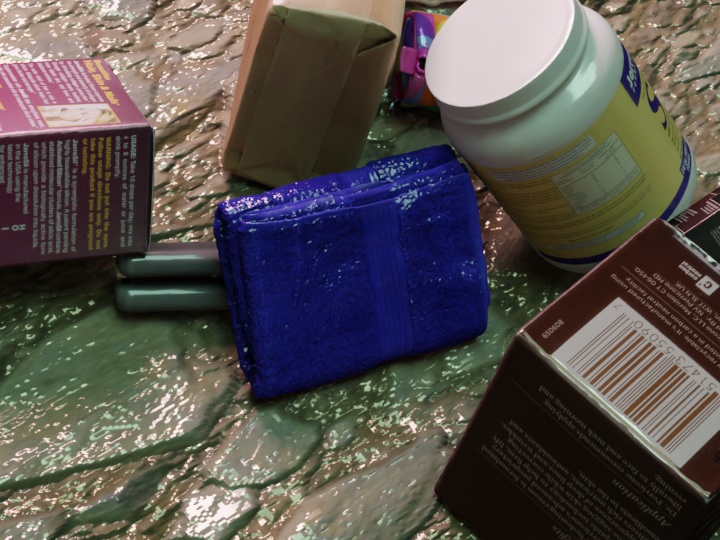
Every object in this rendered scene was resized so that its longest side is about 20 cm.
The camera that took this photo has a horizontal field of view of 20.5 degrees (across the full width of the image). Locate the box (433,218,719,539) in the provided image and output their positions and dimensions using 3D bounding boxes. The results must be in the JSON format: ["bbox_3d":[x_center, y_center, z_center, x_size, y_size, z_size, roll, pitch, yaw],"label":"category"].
[{"bbox_3d":[0.182,0.109,1.350,0.166,0.200,0.164,42,52,15],"label":"box"}]

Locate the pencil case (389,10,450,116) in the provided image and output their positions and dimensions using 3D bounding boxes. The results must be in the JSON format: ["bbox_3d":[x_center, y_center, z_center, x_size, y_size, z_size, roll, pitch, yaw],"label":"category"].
[{"bbox_3d":[0.119,-0.155,1.611,0.199,0.089,0.089,7,52,-12],"label":"pencil case"}]

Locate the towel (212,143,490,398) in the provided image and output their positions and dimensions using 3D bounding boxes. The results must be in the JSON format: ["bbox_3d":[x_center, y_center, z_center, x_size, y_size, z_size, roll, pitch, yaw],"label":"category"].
[{"bbox_3d":[0.000,0.000,1.429,0.199,0.050,0.148,-15,98,-26],"label":"towel"}]

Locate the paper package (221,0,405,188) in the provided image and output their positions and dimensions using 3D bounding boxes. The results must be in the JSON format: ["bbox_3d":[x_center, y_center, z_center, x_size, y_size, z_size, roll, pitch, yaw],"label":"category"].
[{"bbox_3d":[-0.029,-0.192,1.521,0.103,0.191,0.201,14,49,-7],"label":"paper package"}]

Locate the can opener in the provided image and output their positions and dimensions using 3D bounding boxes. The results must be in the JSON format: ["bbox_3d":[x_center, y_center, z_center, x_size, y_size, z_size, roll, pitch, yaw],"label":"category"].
[{"bbox_3d":[-0.084,0.001,1.455,0.199,0.053,0.066,-4,20,-22],"label":"can opener"}]

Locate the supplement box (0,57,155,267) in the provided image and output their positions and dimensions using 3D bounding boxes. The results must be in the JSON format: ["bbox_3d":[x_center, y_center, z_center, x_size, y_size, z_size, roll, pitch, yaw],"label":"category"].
[{"bbox_3d":[-0.256,-0.074,1.388,0.199,0.104,0.131,-6,28,-21],"label":"supplement box"}]

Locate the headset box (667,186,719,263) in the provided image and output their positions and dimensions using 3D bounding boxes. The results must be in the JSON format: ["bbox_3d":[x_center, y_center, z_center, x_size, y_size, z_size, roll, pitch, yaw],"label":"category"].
[{"bbox_3d":[0.298,0.007,1.449,0.200,0.075,0.149,-33,97,3],"label":"headset box"}]

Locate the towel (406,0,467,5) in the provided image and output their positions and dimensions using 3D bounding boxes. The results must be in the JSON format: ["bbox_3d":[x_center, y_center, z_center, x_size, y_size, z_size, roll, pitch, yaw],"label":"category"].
[{"bbox_3d":[0.026,-0.288,1.715,0.199,0.035,0.133,3,51,-17],"label":"towel"}]

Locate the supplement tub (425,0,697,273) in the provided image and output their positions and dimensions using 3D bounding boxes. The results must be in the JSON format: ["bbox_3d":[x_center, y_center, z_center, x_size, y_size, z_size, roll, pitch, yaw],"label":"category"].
[{"bbox_3d":[0.149,-0.108,1.486,0.145,0.200,0.146,-21,44,22],"label":"supplement tub"}]
